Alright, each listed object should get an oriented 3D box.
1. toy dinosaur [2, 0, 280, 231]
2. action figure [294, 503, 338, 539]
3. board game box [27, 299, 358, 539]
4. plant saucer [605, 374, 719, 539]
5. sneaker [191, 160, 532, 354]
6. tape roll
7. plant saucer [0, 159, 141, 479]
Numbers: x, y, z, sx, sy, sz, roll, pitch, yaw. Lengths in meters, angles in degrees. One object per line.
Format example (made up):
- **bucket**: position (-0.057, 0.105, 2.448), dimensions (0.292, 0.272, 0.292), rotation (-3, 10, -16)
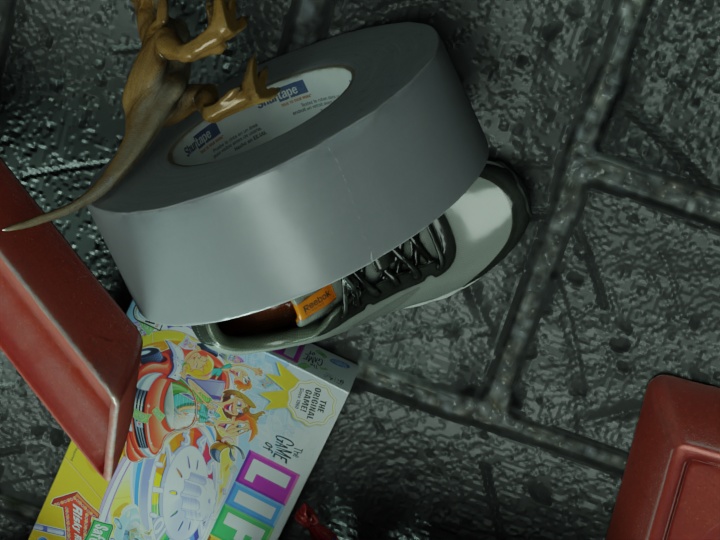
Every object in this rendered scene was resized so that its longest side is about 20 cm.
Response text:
- **toy dinosaur**: position (-0.102, -0.088, 1.284), dimensions (0.106, 0.201, 0.060), rotation (-19, 128, 28)
- **action figure**: position (-0.042, 0.176, 1.422), dimensions (0.198, 0.065, 0.099), rotation (-9, 139, -20)
- **board game box**: position (-0.101, 0.112, 1.459), dimensions (0.134, 0.034, 0.201), rotation (25, 117, -1)
- **plant saucer**: position (0.235, 0.175, 1.420), dimensions (0.198, 0.037, 0.201), rotation (15, 117, 5)
- **sneaker**: position (0.000, 0.000, 1.353), dimensions (0.199, 0.079, 0.074), rotation (-22, 103, 4)
- **tape roll**: position (-0.037, -0.051, 1.278), dimensions (0.199, 0.201, 0.067), rotation (-19, 109, 19)
- **plant saucer**: position (-0.179, 0.005, 1.331), dimensions (0.037, 0.200, 0.200), rotation (-37, 81, -15)
